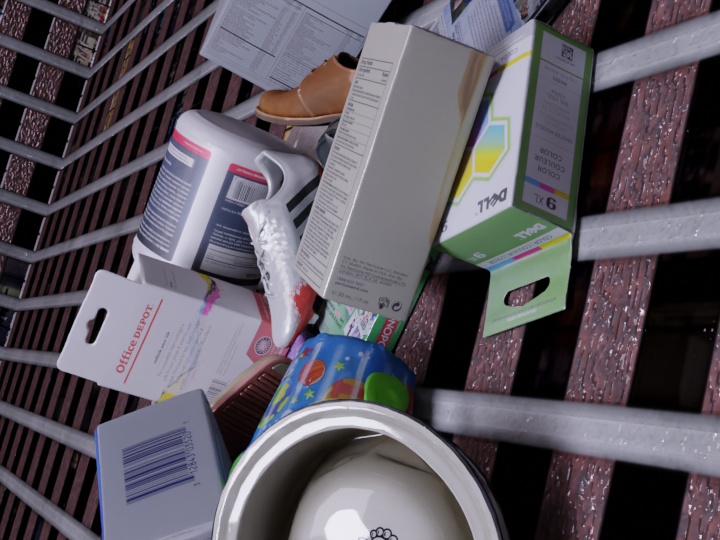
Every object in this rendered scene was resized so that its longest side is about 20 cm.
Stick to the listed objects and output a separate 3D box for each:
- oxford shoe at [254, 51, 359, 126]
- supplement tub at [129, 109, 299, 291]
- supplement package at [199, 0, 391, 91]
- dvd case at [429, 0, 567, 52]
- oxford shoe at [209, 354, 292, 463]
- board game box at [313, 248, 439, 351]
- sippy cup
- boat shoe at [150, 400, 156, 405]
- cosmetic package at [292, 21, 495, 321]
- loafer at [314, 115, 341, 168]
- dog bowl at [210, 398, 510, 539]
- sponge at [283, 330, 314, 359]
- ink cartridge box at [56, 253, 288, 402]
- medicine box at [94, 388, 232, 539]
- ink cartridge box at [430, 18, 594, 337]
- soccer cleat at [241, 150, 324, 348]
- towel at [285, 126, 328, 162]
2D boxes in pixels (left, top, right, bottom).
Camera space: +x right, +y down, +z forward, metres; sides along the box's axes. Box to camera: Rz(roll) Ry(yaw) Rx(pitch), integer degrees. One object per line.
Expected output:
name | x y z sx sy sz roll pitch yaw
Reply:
oxford shoe | -0.028 -0.174 1.103 0.199 0.071 0.072 5 105 43
supplement tub | -0.154 -0.053 1.187 0.202 0.139 0.140 -67 24 12
supplement package | -0.049 -0.312 1.188 0.201 0.146 0.192 -54 18 34
dvd case | 0.118 -0.222 0.950 0.200 0.017 0.144 -51 32 37
oxford shoe | -0.138 0.143 1.049 0.200 0.071 0.074 -45 38 4
board game box | 0.000 0.000 1.030 0.136 0.029 0.200 -64 24 13
sippy cup | -0.019 0.125 0.872 0.176 0.140 0.131 -3 55 35
boat shoe | -0.161 0.174 1.147 0.073 0.074 0.201 -45 43 29
cosmetic package | 0.021 -0.076 0.842 0.105 0.070 0.202 -137 65 -69
loafer | 0.007 -0.091 0.986 0.063 0.072 0.199 -38 27 -21
dog bowl | 0.007 0.183 0.718 0.198 0.074 0.203 -3 83 25
sponge | -0.094 0.141 1.130 0.200 0.030 0.113 -33 44 54
ink cartridge box | -0.177 0.062 1.084 0.117 0.198 0.068 -62 25 18
medicine box | -0.136 0.238 0.943 0.182 0.102 0.202 -120 12 -60
ink cartridge box | 0.104 -0.064 0.812 0.104 0.059 0.202 -27 49 58
soccer cleat | -0.075 -0.023 1.070 0.069 0.085 0.202 -35 42 53
towel | -0.066 -0.092 1.236 0.202 0.034 0.132 -70 23 4
